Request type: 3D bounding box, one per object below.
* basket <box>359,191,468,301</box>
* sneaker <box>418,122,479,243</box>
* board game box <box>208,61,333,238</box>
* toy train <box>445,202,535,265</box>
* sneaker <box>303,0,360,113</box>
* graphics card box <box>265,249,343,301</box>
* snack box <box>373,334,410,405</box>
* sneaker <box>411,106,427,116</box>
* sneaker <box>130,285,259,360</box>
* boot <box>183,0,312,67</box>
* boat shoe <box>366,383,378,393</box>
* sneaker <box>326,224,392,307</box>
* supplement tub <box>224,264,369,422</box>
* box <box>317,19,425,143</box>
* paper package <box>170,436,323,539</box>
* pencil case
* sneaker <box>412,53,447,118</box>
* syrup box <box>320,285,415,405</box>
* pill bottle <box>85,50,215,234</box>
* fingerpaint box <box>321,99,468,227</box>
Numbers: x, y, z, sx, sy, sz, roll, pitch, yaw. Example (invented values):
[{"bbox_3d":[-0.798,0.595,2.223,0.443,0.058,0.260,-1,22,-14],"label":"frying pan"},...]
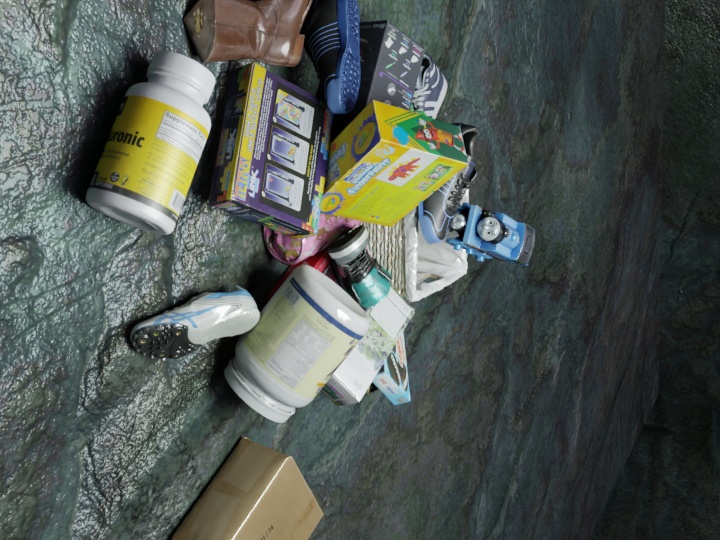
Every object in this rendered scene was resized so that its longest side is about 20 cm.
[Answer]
[{"bbox_3d":[0.085,-0.076,1.483,0.197,0.159,0.204,-24,120,-51],"label":"basket"},{"bbox_3d":[0.147,-0.144,1.349,0.070,0.077,0.204,15,80,-53],"label":"sneaker"},{"bbox_3d":[-0.122,-0.166,1.177,0.164,0.056,0.204,21,71,-42],"label":"board game box"},{"bbox_3d":[0.231,-0.064,1.463,0.199,0.113,0.088,19,82,-58],"label":"toy train"},{"bbox_3d":[-0.047,-0.322,1.229,0.070,0.077,0.204,38,50,-60],"label":"sneaker"},{"bbox_3d":[-0.075,0.075,1.387,0.126,0.050,0.202,-54,141,-33],"label":"graphics card box"},{"bbox_3d":[0.046,0.130,1.512,0.116,0.037,0.203,51,28,-49],"label":"snack box"},{"bbox_3d":[0.065,-0.251,1.421,0.073,0.200,0.085,-9,92,-13],"label":"sneaker"},{"bbox_3d":[-0.233,0.069,1.147,0.198,0.073,0.073,-14,140,-42],"label":"sneaker"},{"bbox_3d":[-0.152,-0.375,1.131,0.198,0.064,0.190,-10,106,-50],"label":"boot"},{"bbox_3d":[0.003,0.188,1.483,0.073,0.060,0.201,-68,163,7],"label":"boat shoe"},{"bbox_3d":[0.000,0.000,1.330,0.083,0.200,0.122,-33,93,-2],"label":"sneaker"},{"bbox_3d":[-0.096,0.109,1.232,0.201,0.145,0.145,-51,146,6],"label":"supplement tub"},{"bbox_3d":[0.008,-0.283,1.329,0.105,0.121,0.203,19,83,-47],"label":"box"},{"bbox_3d":[-0.171,0.401,1.293,0.201,0.102,0.192,-54,141,-33],"label":"paper package"},{"bbox_3d":[-0.066,-0.083,1.327,0.199,0.083,0.087,-33,166,-48],"label":"pencil case"},{"bbox_3d":[0.103,-0.302,1.521,0.109,0.069,0.203,48,53,-57],"label":"sneaker"},{"bbox_3d":[0.001,0.121,1.377,0.079,0.081,0.201,45,59,-16],"label":"syrup box"},{"bbox_3d":[-0.247,-0.156,1.002,0.111,0.110,0.203,34,71,-54],"label":"pill bottle"},{"bbox_3d":[0.034,-0.155,1.247,0.165,0.200,0.074,8,60,-34],"label":"fingerpaint box"}]
